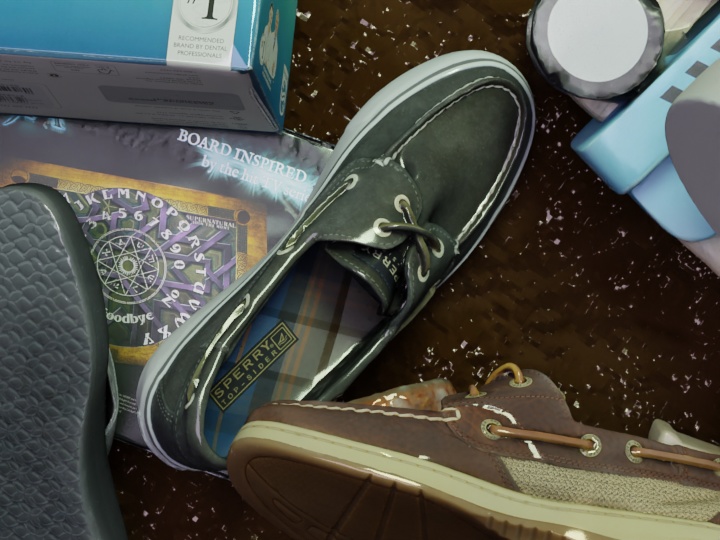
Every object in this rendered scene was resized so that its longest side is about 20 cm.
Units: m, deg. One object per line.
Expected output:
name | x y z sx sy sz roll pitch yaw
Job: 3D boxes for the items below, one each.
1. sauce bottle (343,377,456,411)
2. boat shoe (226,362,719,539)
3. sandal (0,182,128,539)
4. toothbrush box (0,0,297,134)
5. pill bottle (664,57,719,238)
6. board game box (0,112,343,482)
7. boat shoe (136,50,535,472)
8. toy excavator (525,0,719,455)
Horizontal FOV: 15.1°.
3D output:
sauce bottle | 0.030 0.143 1.005 0.066 0.066 0.202 -16 83 6
boat shoe | 0.053 0.072 0.960 0.198 0.072 0.072 12 55 0
sandal | -0.121 0.059 1.019 0.075 0.043 0.202 3 114 20
toothbrush box | -0.093 -0.162 1.013 0.145 0.085 0.202 3 78 7
pill bottle | 0.202 -0.083 0.904 0.200 0.116 0.116 -41 83 -16
board game box | -0.113 -0.013 1.050 0.199 0.028 0.136 20 89 8
boat shoe | 0.000 0.000 1.000 0.200 0.057 0.069 -48 111 -11
toy excavator | 0.136 -0.031 0.995 0.194 0.100 0.200 -45 91 4
